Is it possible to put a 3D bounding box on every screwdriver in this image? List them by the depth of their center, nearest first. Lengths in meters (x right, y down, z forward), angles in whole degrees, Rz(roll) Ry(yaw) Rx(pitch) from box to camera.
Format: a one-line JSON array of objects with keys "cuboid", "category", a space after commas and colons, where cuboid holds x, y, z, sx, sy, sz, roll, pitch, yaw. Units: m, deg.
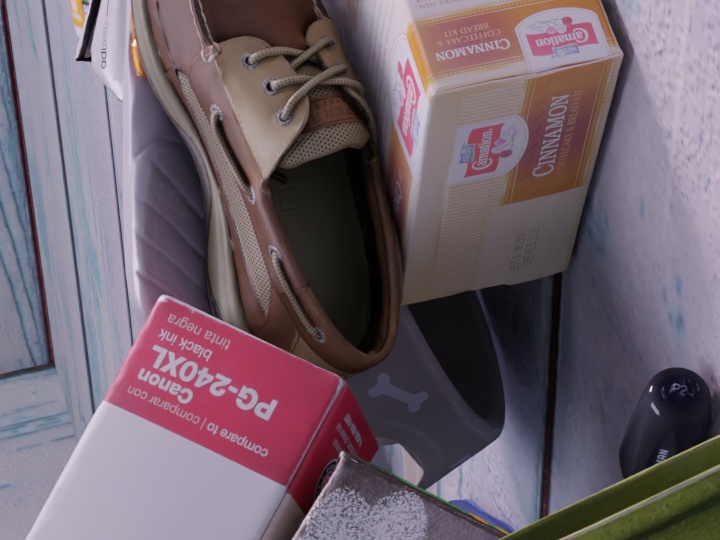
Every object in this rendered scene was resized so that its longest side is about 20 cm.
[{"cuboid": [0.097, 0.095, 0.979, 0.200, 0.029, 0.028, 103, 153, -55], "category": "screwdriver"}]

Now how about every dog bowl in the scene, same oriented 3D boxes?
[{"cuboid": [0.000, 0.000, 1.136, 0.201, 0.058, 0.200, 61, -168, -23], "category": "dog bowl"}]

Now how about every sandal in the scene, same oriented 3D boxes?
[{"cuboid": [-0.077, -0.073, 1.038, 0.059, 0.079, 0.208, -4, 77, 46], "category": "sandal"}]

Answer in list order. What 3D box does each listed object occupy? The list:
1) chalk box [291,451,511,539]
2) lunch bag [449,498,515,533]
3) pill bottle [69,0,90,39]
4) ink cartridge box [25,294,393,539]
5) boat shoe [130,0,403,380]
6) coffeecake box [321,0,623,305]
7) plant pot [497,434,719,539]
[{"cuboid": [0.053, 0.176, 0.927, 0.199, 0.125, 0.124, 27, 159, 17], "category": "chalk box"}, {"cuboid": [0.013, 0.202, 1.267, 0.136, 0.131, 0.201, -168, 66, -78], "category": "lunch bag"}, {"cuboid": [-0.129, -0.239, 1.578, 0.112, 0.111, 0.201, -131, 30, -68], "category": "pill bottle"}, {"cuboid": [-0.072, 0.133, 0.982, 0.201, 0.083, 0.145, -61, -18, -15], "category": "ink cartridge box"}, {"cuboid": [-0.025, -0.055, 0.989, 0.074, 0.075, 0.201, 1, 109, 55], "category": "boat shoe"}, {"cuboid": [0.026, -0.114, 1.017, 0.154, 0.073, 0.201, 98, 157, -61], "category": "coffeecake box"}, {"cuboid": [0.108, 0.136, 0.626, 0.194, 0.199, 0.200, 65, 168, 4], "category": "plant pot"}]
